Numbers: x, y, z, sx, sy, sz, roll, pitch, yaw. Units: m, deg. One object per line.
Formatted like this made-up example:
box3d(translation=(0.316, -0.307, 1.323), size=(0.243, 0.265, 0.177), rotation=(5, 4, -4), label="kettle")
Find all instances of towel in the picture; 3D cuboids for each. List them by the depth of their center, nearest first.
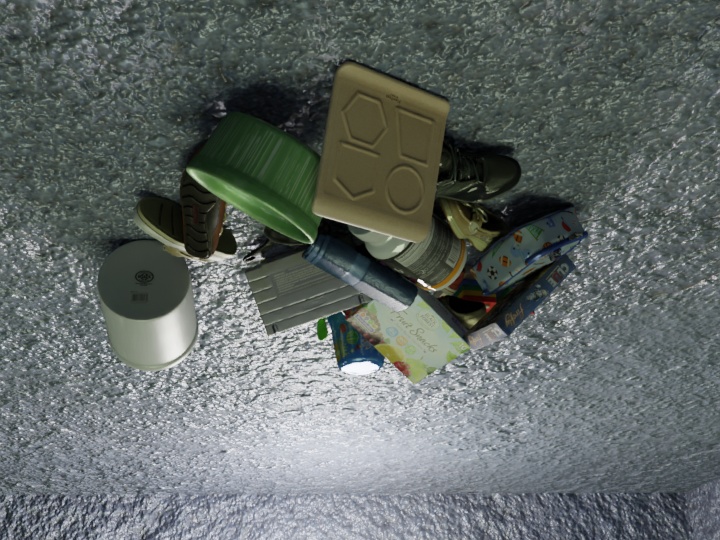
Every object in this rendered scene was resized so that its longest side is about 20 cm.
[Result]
box3d(translation=(0.000, 0.000, 1.392), size=(0.199, 0.049, 0.112), rotation=(30, 169, -8), label="towel")

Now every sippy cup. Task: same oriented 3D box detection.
box3d(translation=(-0.002, 0.141, 1.724), size=(0.175, 0.132, 0.140), rotation=(-2, 152, -3), label="sippy cup")

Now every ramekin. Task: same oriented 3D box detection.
box3d(translation=(-0.128, -0.129, 1.136), size=(0.199, 0.098, 0.200), rotation=(29, 173, 4), label="ramekin")

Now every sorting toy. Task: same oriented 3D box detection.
box3d(translation=(0.027, -0.154, 1.116), size=(0.183, 0.202, 0.036), rotation=(14, 176, -31), label="sorting toy")
box3d(translation=(0.256, 0.073, 1.693), size=(0.196, 0.070, 0.200), rotation=(5, 151, -16), label="sorting toy")

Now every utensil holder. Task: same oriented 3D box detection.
box3d(translation=(-0.377, 0.062, 1.488), size=(0.168, 0.172, 0.201), rotation=(1, 150, -9), label="utensil holder")

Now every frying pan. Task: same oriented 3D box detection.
box3d(translation=(-0.122, -0.058, 1.431), size=(0.114, 0.031, 0.190), rotation=(8, 153, -24), label="frying pan")

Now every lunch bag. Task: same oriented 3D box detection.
box3d(translation=(0.296, -0.033, 1.449), size=(0.159, 0.076, 0.200), rotation=(-18, 167, -37), label="lunch bag")

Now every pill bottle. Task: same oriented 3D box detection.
box3d(translation=(0.077, -0.055, 1.361), size=(0.116, 0.118, 0.199), rotation=(-24, 139, 34), label="pill bottle")

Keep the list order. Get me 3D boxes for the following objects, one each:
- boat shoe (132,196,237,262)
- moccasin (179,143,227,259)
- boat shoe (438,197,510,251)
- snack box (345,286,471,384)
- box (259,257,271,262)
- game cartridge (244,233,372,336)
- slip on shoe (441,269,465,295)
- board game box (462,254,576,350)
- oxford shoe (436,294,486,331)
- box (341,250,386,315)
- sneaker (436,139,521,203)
box3d(translation=(-0.297, -0.055, 1.366), size=(0.068, 0.075, 0.199), rotation=(-26, 145, 31), label="boat shoe")
box3d(translation=(-0.231, -0.110, 1.272), size=(0.073, 0.078, 0.203), rotation=(11, 134, 5), label="moccasin")
box3d(translation=(0.188, -0.089, 1.380), size=(0.062, 0.074, 0.200), rotation=(-26, 158, 21), label="boat shoe")
box3d(translation=(0.089, 0.102, 1.536), size=(0.142, 0.053, 0.200), rotation=(-36, 114, 23), label="snack box")
box3d(translation=(-0.098, 0.029, 1.586), size=(0.121, 0.048, 0.200), rotation=(-12, 151, 15), label="box")
box3d(translation=(-0.092, 0.023, 1.468), size=(0.198, 0.131, 0.038), rotation=(-18, -171, 3), label="game cartridge")
box3d(translation=(0.119, -0.020, 1.514), size=(0.199, 0.074, 0.061), rotation=(30, 103, -38), label="slip on shoe")
box3d(translation=(0.284, 0.058, 1.496), size=(0.200, 0.035, 0.135), rotation=(-40, 180, -24), label="board game box")
box3d(translation=(0.143, 0.071, 1.584), size=(0.197, 0.071, 0.075), rotation=(5, 130, 4), label="oxford shoe")
box3d(translation=(0.020, 0.034, 1.574), size=(0.142, 0.036, 0.200), rotation=(-31, 147, 4), label="box")
box3d(translation=(0.147, -0.146, 1.225), size=(0.197, 0.077, 0.114), rotation=(3, 176, -4), label="sneaker")
